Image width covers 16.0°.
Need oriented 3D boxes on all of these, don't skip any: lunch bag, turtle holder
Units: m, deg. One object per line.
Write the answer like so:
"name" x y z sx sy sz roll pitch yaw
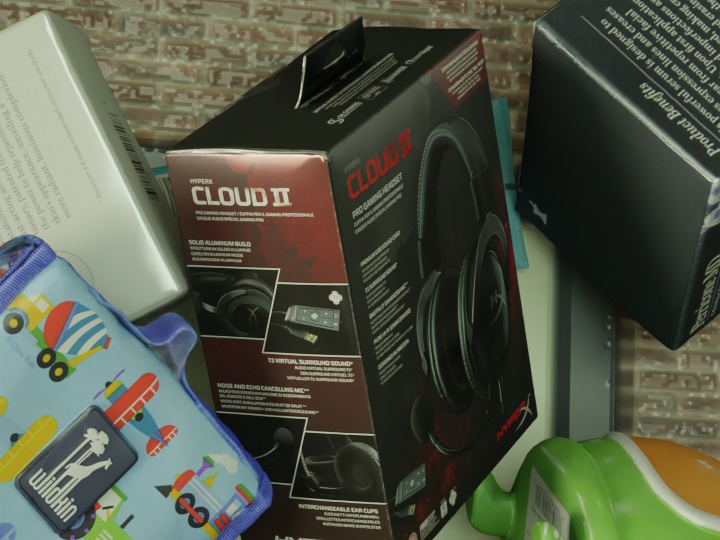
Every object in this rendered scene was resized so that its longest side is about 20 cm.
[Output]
"lunch bag" -0.139 0.086 0.966 0.200 0.094 0.151 -41 120 0
"turtle holder" 0.122 0.162 1.088 0.131 0.141 0.187 -3 82 -15

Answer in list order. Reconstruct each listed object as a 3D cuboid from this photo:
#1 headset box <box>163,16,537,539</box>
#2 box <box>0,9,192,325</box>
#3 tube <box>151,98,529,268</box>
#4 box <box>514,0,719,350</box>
"headset box" 0.000 0.000 1.038 0.149 0.077 0.201 -41 128 -55
"box" -0.179 -0.002 1.028 0.199 0.097 0.125 -26 90 3
"tube" -0.020 -0.028 1.129 0.199 0.050 0.078 -8 94 -20
"box" 0.175 -0.090 1.111 0.200 0.149 0.107 -39 68 -19
